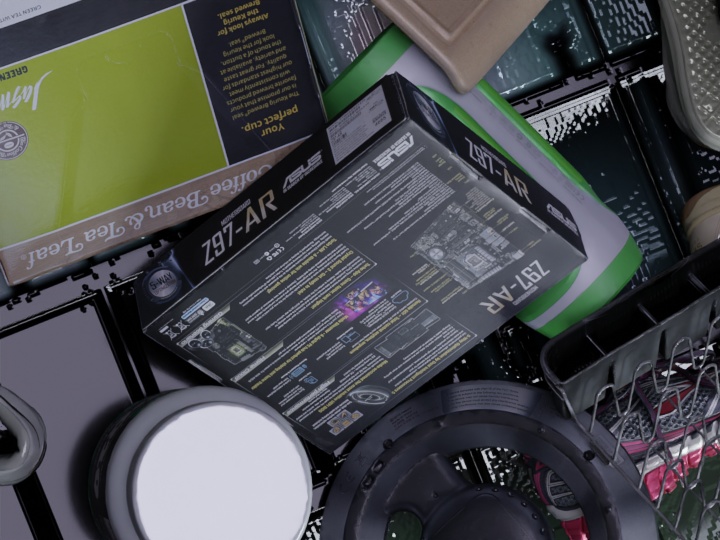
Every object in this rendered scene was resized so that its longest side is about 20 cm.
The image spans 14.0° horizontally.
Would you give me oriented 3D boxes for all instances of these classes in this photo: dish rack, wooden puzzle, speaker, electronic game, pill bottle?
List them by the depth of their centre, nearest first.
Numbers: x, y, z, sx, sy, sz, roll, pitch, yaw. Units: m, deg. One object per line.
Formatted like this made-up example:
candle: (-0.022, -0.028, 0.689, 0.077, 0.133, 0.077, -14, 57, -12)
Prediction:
pill bottle: (-0.087, 0.120, 1.606, 0.113, 0.200, 0.113, 1, 87, -10)
dish rack: (0.214, 0.088, 1.634, 0.153, 0.055, 0.200, -31, 57, -17)
electronic game: (0.073, 0.163, 1.687, 0.200, 0.042, 0.200, -1, 84, 14)
wooden puzzle: (0.032, -0.219, 1.699, 0.200, 0.037, 0.185, 46, 50, -7)
speaker: (0.069, -0.053, 1.702, 0.200, 0.088, 0.088, 44, 81, -5)

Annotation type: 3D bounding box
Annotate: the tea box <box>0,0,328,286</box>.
tea box: (-0.143, -0.129, 1.609, 0.200, 0.134, 0.197, -20, 118, -11)

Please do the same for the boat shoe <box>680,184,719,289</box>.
boat shoe: (0.292, -0.034, 1.723, 0.200, 0.071, 0.065, -19, 58, 12)

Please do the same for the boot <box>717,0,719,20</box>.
boot: (0.283, -0.203, 1.674, 0.158, 0.079, 0.211, -10, 95, -7)

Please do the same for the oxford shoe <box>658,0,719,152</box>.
oxford shoe: (0.208, -0.159, 1.750, 0.075, 0.058, 0.200, -3, 73, -4)

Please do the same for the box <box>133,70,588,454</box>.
box: (0.000, 0.000, 1.624, 0.200, 0.044, 0.160, -39, 129, 21)

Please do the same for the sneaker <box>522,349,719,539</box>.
sneaker: (0.188, 0.077, 1.719, 0.200, 0.081, 0.075, -36, 90, -9)

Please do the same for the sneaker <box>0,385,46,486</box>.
sneaker: (-0.268, 0.065, 1.636, 0.200, 0.089, 0.074, 18, 85, -7)
